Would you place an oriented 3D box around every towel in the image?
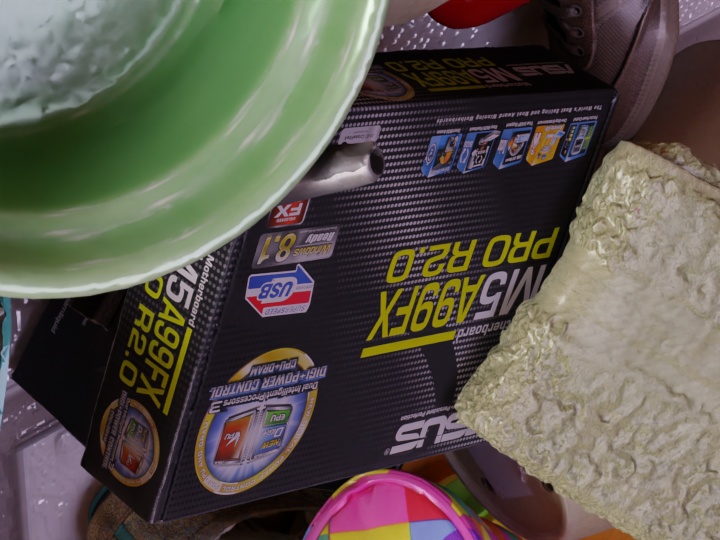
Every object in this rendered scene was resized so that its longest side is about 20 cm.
[{"bbox_3d":[0.140,0.044,0.986,0.199,0.036,0.149,29,96,-34],"label":"towel"}]

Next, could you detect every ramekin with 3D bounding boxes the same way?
[{"bbox_3d":[-0.098,-0.102,0.724,0.199,0.098,0.201,-9,113,-22],"label":"ramekin"}]

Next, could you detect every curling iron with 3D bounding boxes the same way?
[{"bbox_3d":[-0.076,-0.031,0.803,0.026,0.199,0.050,33,63,-45],"label":"curling iron"}]

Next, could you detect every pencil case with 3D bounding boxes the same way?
[{"bbox_3d":[0.031,0.140,1.048,0.089,0.088,0.200,-53,163,0],"label":"pencil case"}]

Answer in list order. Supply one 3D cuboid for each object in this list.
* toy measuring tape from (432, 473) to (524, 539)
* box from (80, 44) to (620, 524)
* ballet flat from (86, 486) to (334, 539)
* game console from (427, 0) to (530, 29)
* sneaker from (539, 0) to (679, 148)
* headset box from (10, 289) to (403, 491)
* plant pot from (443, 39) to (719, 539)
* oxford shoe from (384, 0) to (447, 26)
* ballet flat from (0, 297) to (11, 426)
[{"bbox_3d":[0.075,0.136,1.226,0.199,0.073,0.074,4,117,-52],"label":"toy measuring tape"},{"bbox_3d":[0.000,0.000,0.898,0.199,0.044,0.161,-8,122,-48],"label":"box"},{"bbox_3d":[-0.040,0.126,1.079,0.199,0.071,0.071,10,112,-54],"label":"ballet flat"},{"bbox_3d":[0.055,-0.220,0.884,0.172,0.119,0.200,-26,129,13],"label":"game console"},{"bbox_3d":[0.093,-0.144,1.014,0.075,0.070,0.201,-8,122,-26],"label":"sneaker"},{"bbox_3d":[-0.036,0.005,0.967,0.199,0.075,0.149,10,111,-54],"label":"headset box"},{"bbox_3d":[0.130,0.028,1.087,0.200,0.187,0.188,-36,143,-23],"label":"plant pot"},{"bbox_3d":[-0.003,-0.168,0.804,0.073,0.071,0.201,-19,135,-7],"label":"oxford shoe"},{"bbox_3d":[-0.169,0.085,0.887,0.064,0.076,0.201,-4,121,-26],"label":"ballet flat"}]
